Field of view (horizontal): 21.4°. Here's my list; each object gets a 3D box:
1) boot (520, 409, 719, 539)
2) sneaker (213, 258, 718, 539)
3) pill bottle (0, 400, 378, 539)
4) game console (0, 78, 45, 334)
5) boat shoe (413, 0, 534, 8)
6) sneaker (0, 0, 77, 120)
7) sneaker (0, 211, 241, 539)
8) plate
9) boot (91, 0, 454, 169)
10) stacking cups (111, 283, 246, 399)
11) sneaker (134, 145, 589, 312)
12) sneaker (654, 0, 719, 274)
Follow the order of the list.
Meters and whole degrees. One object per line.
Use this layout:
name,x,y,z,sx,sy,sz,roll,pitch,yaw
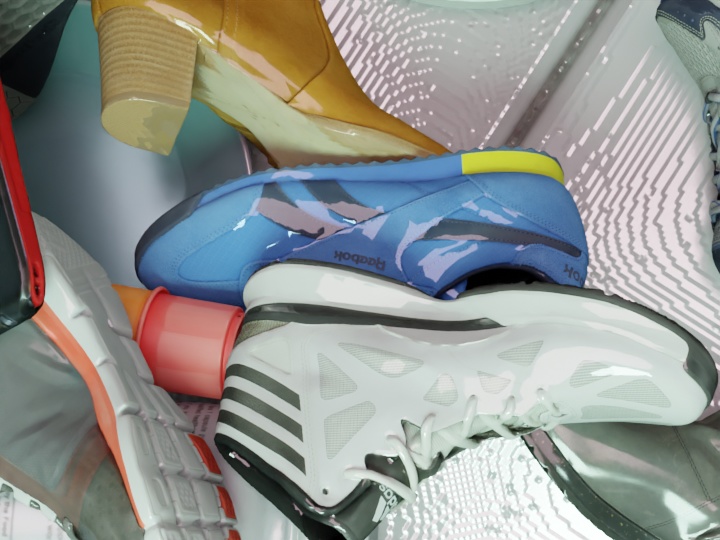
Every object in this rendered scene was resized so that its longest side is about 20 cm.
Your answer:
boot,0.156,0.074,0.832,0.131,0.068,0.200,-43,89,3
sneaker,0.036,0.067,0.754,0.199,0.076,0.116,6,60,16
pill bottle,-0.093,0.112,0.820,0.198,0.113,0.114,3,80,4
game console,-0.218,-0.031,0.786,0.199,0.031,0.178,-26,69,32
boat shoe,0.097,-0.175,0.887,0.198,0.076,0.061,-7,42,11
sneaker,-0.167,-0.175,0.826,0.077,0.202,0.147,-11,64,-42
sneaker,-0.113,0.073,0.750,0.082,0.077,0.201,-36,58,9
plate,-0.147,-0.029,0.893,0.198,0.026,0.202,-1,80,4
boot,-0.026,-0.104,0.876,0.200,0.071,0.145,17,53,-20
stacking cups,-0.145,0.022,0.835,0.198,0.061,0.061,9,81,9
sneaker,0.000,0.000,0.825,0.198,0.066,0.079,-7,59,1
sneaker,0.186,-0.039,0.852,0.085,0.077,0.201,-36,80,1
